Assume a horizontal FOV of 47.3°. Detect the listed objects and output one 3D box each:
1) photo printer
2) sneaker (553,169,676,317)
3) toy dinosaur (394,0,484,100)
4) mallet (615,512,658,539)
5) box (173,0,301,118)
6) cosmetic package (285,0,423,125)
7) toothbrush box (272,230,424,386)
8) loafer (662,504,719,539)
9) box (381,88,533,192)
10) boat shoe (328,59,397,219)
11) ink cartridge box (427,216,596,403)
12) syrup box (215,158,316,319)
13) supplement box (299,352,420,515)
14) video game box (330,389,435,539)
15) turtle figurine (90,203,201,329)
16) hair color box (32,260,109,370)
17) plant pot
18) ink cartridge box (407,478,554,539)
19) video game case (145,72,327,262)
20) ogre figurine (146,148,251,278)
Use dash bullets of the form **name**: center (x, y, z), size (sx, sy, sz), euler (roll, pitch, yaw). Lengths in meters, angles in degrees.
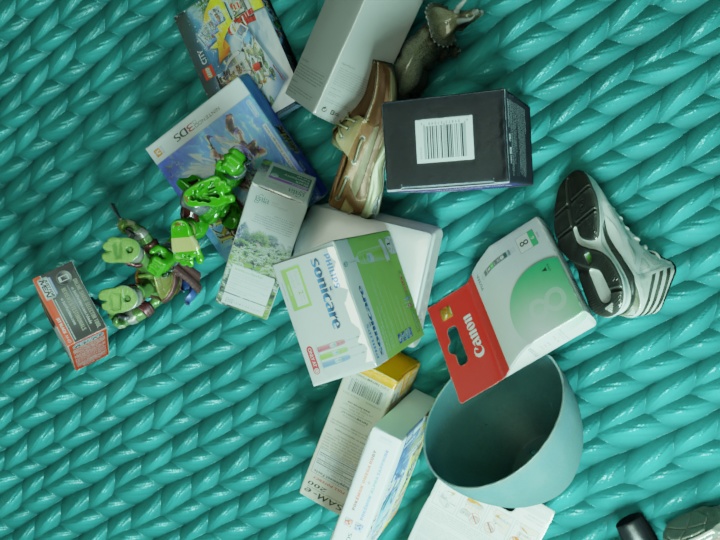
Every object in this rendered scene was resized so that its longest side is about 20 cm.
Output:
- **photo printer**: center (0.000, 0.000, 1.125), size (0.198, 0.069, 0.168), euler (15, 99, 18)
- **sneaker**: center (0.314, -0.029, 1.015), size (0.076, 0.114, 0.202), euler (-47, 45, 47)
- **toy dinosaur**: center (0.074, -0.269, 1.059), size (0.077, 0.102, 0.200), euler (43, 106, 12)
- **mallet**: center (0.301, 0.390, 1.067), size (0.200, 0.041, 0.066), euler (-42, 77, 22)
- **box**: center (-0.169, -0.304, 1.179), size (0.136, 0.038, 0.201), euler (-25, 86, 20)
- **cosmetic package**: center (-0.010, -0.296, 1.075), size (0.201, 0.084, 0.108), euler (-62, 35, 14)
- **toothbrush box**: center (-0.008, 0.038, 0.987), size (0.085, 0.200, 0.147), euler (-19, 90, 19)
- **loafer**: center (0.468, 0.306, 0.987), size (0.199, 0.072, 0.063), euler (-30, 101, 26)
- **box**: center (0.124, -0.150, 0.998), size (0.147, 0.200, 0.105), euler (-2, 94, 21)
- **boat shoe**: center (0.001, -0.164, 1.040), size (0.073, 0.076, 0.202), euler (7, 108, -8)
- **ink cartridge box**: center (0.175, 0.048, 1.034), size (0.199, 0.050, 0.162), euler (-33, 47, 18)
- **syrup box**: center (-0.129, -0.041, 1.118), size (0.078, 0.082, 0.201), euler (20, 121, -5)
- **supplement box**: center (0.002, 0.211, 1.112), size (0.073, 0.126, 0.201), euler (24, 103, 15)
- **video game box**: center (0.032, 0.264, 1.066), size (0.047, 0.200, 0.184), euler (25, 103, 15)
- **turtle figurine**: center (-0.340, 0.006, 1.171), size (0.199, 0.194, 0.144), euler (36, 88, 2)
- **hair color box**: center (-0.427, 0.073, 1.224), size (0.064, 0.200, 0.111), euler (-27, 82, -23)
- **plant pot**: center (0.197, 0.212, 1.025), size (0.199, 0.201, 0.135), euler (-35, 121, 19)
- **ink cartridge box**: center (0.152, 0.369, 1.118), size (0.159, 0.047, 0.201), euler (26, 97, 17)
- **video game case**: center (-0.175, -0.141, 1.164), size (0.181, 0.045, 0.201), euler (-32, 99, 21)
- **ogre figurine**: center (-0.207, -0.088, 1.098), size (0.097, 0.120, 0.201), euler (18, 112, -2)
